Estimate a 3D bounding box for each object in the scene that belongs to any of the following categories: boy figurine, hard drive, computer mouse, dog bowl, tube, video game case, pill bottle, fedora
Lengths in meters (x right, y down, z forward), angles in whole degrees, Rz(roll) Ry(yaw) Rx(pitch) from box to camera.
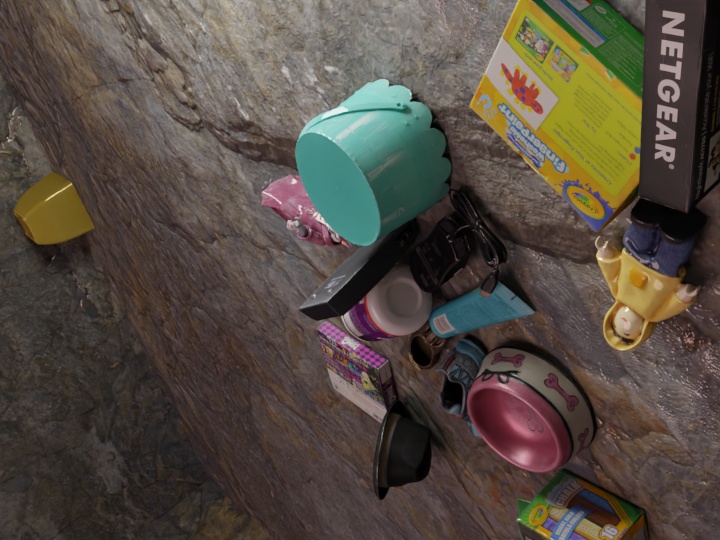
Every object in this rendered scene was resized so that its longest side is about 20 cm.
[{"bbox_3d":[0.309,0.008,0.888,0.124,0.064,0.202,36,145,28],"label":"boy figurine"},{"bbox_3d":[0.000,0.000,1.244,0.042,0.200,0.135,49,156,-11],"label":"hard drive"},{"bbox_3d":[0.146,-0.014,1.148,0.141,0.046,0.201,58,147,22],"label":"computer mouse"},{"bbox_3d":[0.244,0.214,1.199,0.199,0.074,0.202,31,143,27],"label":"dog bowl"},{"bbox_3d":[0.171,0.059,1.197,0.077,0.051,0.200,34,155,-14],"label":"tube"},{"bbox_3d":[-0.003,0.220,1.686,0.199,0.036,0.183,28,143,43],"label":"video game case"},{"bbox_3d":[0.034,0.059,1.342,0.113,0.112,0.200,56,159,-3],"label":"pill bottle"},{"bbox_3d":[0.090,0.354,1.569,0.090,0.202,0.202,6,135,16],"label":"fedora"}]

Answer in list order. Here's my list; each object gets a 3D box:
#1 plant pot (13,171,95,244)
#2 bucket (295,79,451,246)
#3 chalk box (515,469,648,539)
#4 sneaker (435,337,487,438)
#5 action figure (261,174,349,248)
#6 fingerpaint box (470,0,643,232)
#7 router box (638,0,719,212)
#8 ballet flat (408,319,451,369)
[{"bbox_3d":[-1.100,-0.200,2.850,0.193,0.199,0.198,24,142,45],"label":"plant pot"},{"bbox_3d":[0.013,-0.145,1.121,0.207,0.134,0.209,40,150,28],"label":"bucket"},{"bbox_3d":[0.332,0.411,1.256,0.199,0.123,0.126,22,141,49],"label":"chalk box"},{"bbox_3d":[0.165,0.208,1.324,0.079,0.095,0.202,23,139,47],"label":"sneaker"},{"bbox_3d":[-0.082,-0.081,1.357,0.199,0.133,0.150,39,151,34],"label":"action figure"},{"bbox_3d":[0.224,-0.168,0.811,0.200,0.073,0.167,48,152,15],"label":"fingerpaint box"},{"bbox_3d":[0.280,-0.170,0.629,0.051,0.149,0.202,27,143,41],"label":"router box"},{"bbox_3d":[0.110,0.131,1.373,0.067,0.046,0.200,48,158,9],"label":"ballet flat"}]
